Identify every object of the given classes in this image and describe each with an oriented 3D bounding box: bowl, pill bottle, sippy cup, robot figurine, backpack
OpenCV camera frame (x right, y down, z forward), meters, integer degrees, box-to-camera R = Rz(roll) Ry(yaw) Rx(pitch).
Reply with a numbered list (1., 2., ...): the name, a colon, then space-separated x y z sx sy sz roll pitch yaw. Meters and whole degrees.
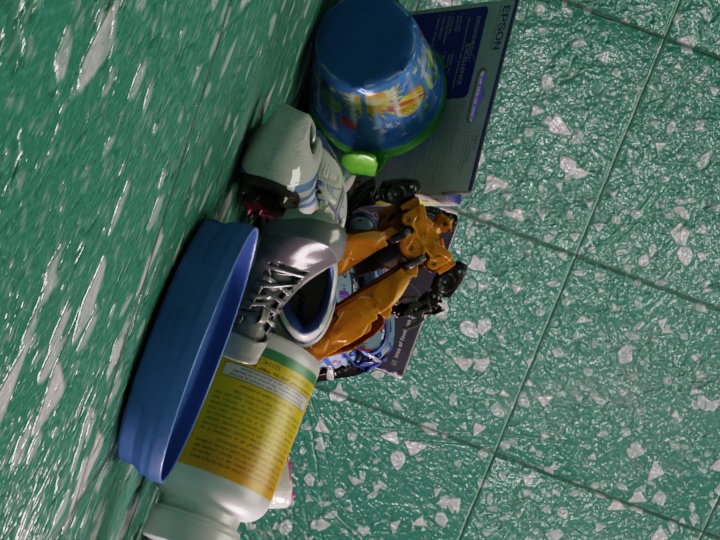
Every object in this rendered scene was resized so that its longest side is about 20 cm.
1. bowl: -0.127 0.055 1.236 0.201 0.039 0.202 20 90 -89
2. pill bottle: -0.120 0.156 1.511 0.113 0.112 0.201 106 4 -76
3. sippy cup: 0.011 -0.189 1.569 0.139 0.178 0.130 -29 163 -2
4. robot figurine: 0.000 0.000 1.594 0.199 0.145 0.058 -31 -167 -5
5. backpack: -0.042 0.019 1.711 0.200 0.134 0.184 50 35 -79

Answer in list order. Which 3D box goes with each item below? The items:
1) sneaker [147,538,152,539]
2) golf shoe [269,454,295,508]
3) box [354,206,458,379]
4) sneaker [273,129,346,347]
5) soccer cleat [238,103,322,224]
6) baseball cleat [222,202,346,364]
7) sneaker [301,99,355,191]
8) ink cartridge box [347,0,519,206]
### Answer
1. sneaker: -0.197 0.306 1.549 0.113 0.071 0.201 114 -1 -53
2. golf shoe: -0.146 0.204 1.675 0.200 0.091 0.076 -10 -90 57
3. box: -0.006 -0.003 2.017 0.124 0.196 0.201 -70 180 -84
4. sneaker: -0.044 -0.032 1.511 0.088 0.075 0.201 168 -81 -82
5. soccer cleat: -0.057 -0.081 1.387 0.200 0.070 0.087 99 12 -82
6. baseball cleat: -0.069 0.019 1.349 0.200 0.069 0.107 146 -42 -62
7. sneaker: -0.024 -0.165 1.663 0.082 0.074 0.201 108 -9 -52
8. ink cartridge box: 0.079 -0.162 1.660 0.200 0.047 0.199 5 -103 51
